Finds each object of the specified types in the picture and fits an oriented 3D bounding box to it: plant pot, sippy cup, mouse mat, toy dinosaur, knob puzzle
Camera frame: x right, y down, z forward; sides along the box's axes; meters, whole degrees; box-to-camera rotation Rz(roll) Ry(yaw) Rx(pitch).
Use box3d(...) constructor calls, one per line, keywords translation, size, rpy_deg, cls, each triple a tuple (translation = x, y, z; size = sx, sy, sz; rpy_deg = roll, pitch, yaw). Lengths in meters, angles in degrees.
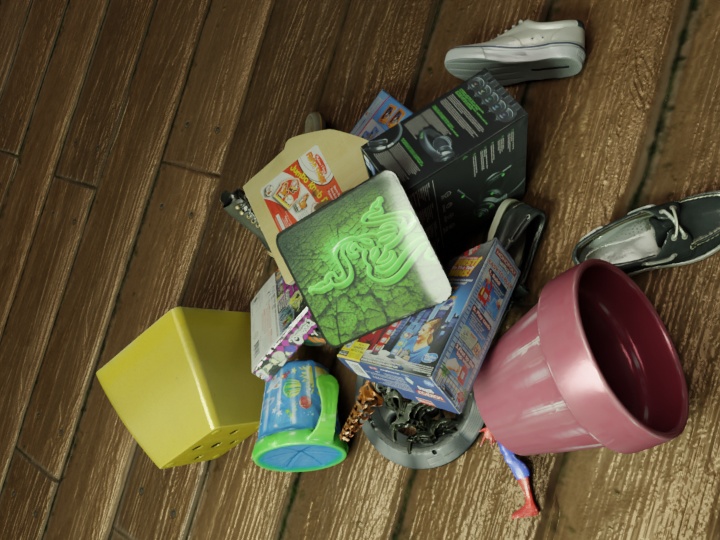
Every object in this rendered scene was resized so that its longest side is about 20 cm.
box3d(translation=(0.230, 0.117, 0.768), size=(0.178, 0.197, 0.204), rpy_deg=(-36, 59, 39), cls="plant pot")
box3d(translation=(-0.088, 0.207, 0.999), size=(0.174, 0.140, 0.133), rpy_deg=(-17, 58, 20), cls="sippy cup")
box3d(translation=(-0.256, 0.192, 1.081), size=(0.198, 0.199, 0.179), rpy_deg=(-35, 68, 22), cls="plant pot")
box3d(translation=(-0.002, -0.007, 0.816), size=(0.197, 0.008, 0.164), rpy_deg=(-26, 93, 32), cls="mouse mat")
box3d(translation=(0.058, 0.153, 0.894), size=(0.202, 0.101, 0.137), rpy_deg=(-56, 42, 22), cls="toy dinosaur")
box3d(translation=(-0.054, -0.106, 0.959), size=(0.215, 0.030, 0.226), rpy_deg=(-8, 72, 25), cls="knob puzzle")

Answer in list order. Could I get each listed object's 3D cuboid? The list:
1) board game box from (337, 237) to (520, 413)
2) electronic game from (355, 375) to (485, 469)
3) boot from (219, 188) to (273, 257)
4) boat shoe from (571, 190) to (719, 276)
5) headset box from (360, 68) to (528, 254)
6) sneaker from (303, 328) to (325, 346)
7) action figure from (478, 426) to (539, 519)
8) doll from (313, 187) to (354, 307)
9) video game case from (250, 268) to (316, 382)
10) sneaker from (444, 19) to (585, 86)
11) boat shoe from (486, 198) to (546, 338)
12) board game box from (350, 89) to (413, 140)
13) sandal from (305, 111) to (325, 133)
box3d(translation=(0.093, 0.055, 0.827), size=(0.201, 0.062, 0.198), rpy_deg=(-51, 25, -20), cls="board game box")
box3d(translation=(0.082, 0.163, 0.938), size=(0.195, 0.041, 0.206), rpy_deg=(-8, 71, 25), cls="electronic game")
box3d(translation=(-0.132, -0.068, 1.029), size=(0.198, 0.138, 0.078), rpy_deg=(-1, 53, 58), cls="boot")
box3d(translation=(0.342, -0.039, 0.796), size=(0.197, 0.060, 0.077), rpy_deg=(-29, 63, 26), cls="boat shoe")
box3d(translation=(0.117, -0.127, 0.873), size=(0.198, 0.175, 0.094), rpy_deg=(-33, 60, -5), cls="headset box")
box3d(translation=(-0.052, 0.072, 1.030), size=(0.196, 0.079, 0.073), rpy_deg=(-7, 74, 33), cls="sneaker")
box3d(translation=(0.174, 0.197, 0.851), size=(0.050, 0.065, 0.205), rpy_deg=(-14, 72, 16), cls="action figure")
box3d(translation=(0.000, 0.000, 0.894), size=(0.048, 0.135, 0.204), rpy_deg=(26, 136, 49), cls="doll")
box3d(translation=(-0.100, 0.042, 1.039), size=(0.182, 0.036, 0.201), rpy_deg=(-49, 24, 14), cls="video game case")
box3d(translation=(0.214, -0.304, 0.955), size=(0.195, 0.073, 0.073), rpy_deg=(6, 72, 26), cls="sneaker")
box3d(translation=(0.189, 0.009, 0.883), size=(0.065, 0.074, 0.203), rpy_deg=(14, 78, 46), cls="boat shoe")
box3d(translation=(0.025, -0.174, 1.011), size=(0.152, 0.036, 0.201), rpy_deg=(-51, 27, 12), cls="board game box")
box3d(translation=(-0.092, -0.166, 1.116), size=(0.081, 0.053, 0.206), rpy_deg=(158, 119, -63), cls="sandal")
